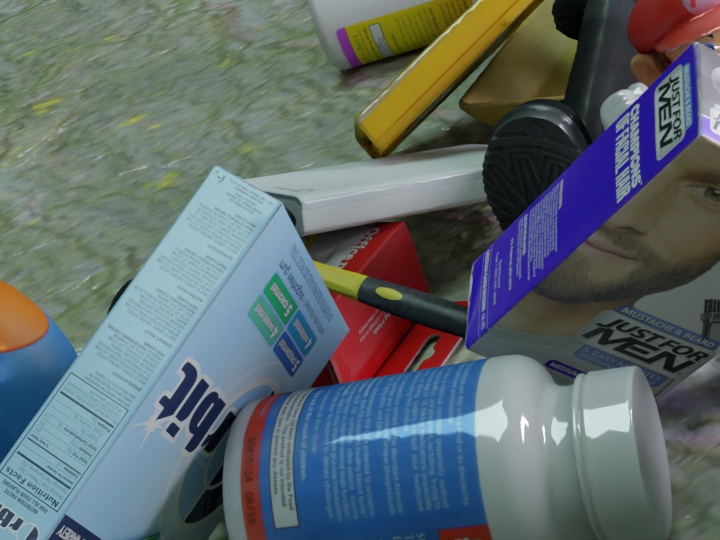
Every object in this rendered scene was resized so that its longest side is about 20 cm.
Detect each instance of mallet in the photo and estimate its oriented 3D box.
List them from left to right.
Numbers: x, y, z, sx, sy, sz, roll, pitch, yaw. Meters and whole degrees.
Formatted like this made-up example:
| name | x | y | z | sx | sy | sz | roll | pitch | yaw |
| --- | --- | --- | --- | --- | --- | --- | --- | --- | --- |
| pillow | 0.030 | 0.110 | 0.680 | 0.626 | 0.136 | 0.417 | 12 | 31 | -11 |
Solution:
| name | x | y | z | sx | sy | sz | roll | pitch | yaw |
| --- | --- | --- | --- | --- | --- | --- | --- | --- | --- |
| mallet | 0.000 | 0.000 | 0.912 | 0.199 | 0.041 | 0.066 | 10 | 67 | 27 |

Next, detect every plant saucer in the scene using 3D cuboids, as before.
| name | x | y | z | sx | sy | sz | roll | pitch | yaw |
| --- | --- | --- | --- | --- | --- | --- | --- | --- | --- |
| plant saucer | 0.200 | -0.157 | 1.181 | 0.199 | 0.049 | 0.200 | -1 | 34 | 33 |

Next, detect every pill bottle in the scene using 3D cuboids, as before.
| name | x | y | z | sx | sy | sz | roll | pitch | yaw |
| --- | --- | --- | --- | --- | --- | --- | --- | --- | --- |
| pill bottle | 0.058 | -0.248 | 1.376 | 0.199 | 0.105 | 0.104 | -15 | 29 | 11 |
| pill bottle | 0.043 | 0.102 | 0.773 | 0.199 | 0.113 | 0.113 | -12 | 30 | 19 |

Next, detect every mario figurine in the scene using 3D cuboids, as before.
| name | x | y | z | sx | sy | sz | roll | pitch | yaw |
| --- | --- | --- | --- | --- | --- | --- | --- | --- | --- |
| mario figurine | 0.204 | -0.075 | 0.873 | 0.105 | 0.201 | 0.124 | 1 | 36 | 36 |

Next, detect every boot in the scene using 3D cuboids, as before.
| name | x | y | z | sx | sy | sz | roll | pitch | yaw |
| --- | --- | --- | --- | --- | --- | --- | --- | --- | --- |
| boot | 0.138 | -0.098 | 0.964 | 0.065 | 0.165 | 0.201 | 10 | 53 | 21 |

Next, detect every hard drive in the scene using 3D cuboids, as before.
| name | x | y | z | sx | sy | sz | roll | pitch | yaw |
| --- | --- | --- | --- | --- | --- | --- | --- | --- | --- |
| hard drive | 0.021 | -0.057 | 1.061 | 0.199 | 0.027 | 0.132 | -12 | 12 | -27 |

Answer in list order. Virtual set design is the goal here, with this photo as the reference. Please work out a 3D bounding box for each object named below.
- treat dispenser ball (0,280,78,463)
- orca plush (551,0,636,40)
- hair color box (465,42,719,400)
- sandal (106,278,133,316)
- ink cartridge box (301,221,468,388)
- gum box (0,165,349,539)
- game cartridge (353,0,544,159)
| name | x | y | z | sx | sy | sz | roll | pitch | yaw |
| --- | --- | --- | --- | --- | --- | --- | --- | --- | --- |
| treat dispenser ball | -0.246 | 0.096 | 0.891 | 0.199 | 0.202 | 0.201 | -16 | 29 | 9 |
| orca plush | 0.229 | -0.193 | 1.075 | 0.199 | 0.106 | 0.071 | -6 | 16 | -26 |
| hair color box | 0.149 | -0.011 | 0.789 | 0.200 | 0.109 | 0.065 | -49 | 26 | 45 |
| sandal | -0.086 | 0.072 | 0.942 | 0.075 | 0.045 | 0.200 | -57 | 47 | 15 |
| ink cartridge box | -0.037 | 0.026 | 1.005 | 0.199 | 0.068 | 0.116 | 1 | 36 | 34 |
| gum box | -0.091 | 0.072 | 0.794 | 0.044 | 0.170 | 0.201 | 30 | 76 | 21 |
| game cartridge | 0.076 | -0.158 | 1.138 | 0.200 | 0.032 | 0.176 | -42 | 0 | 1 |
